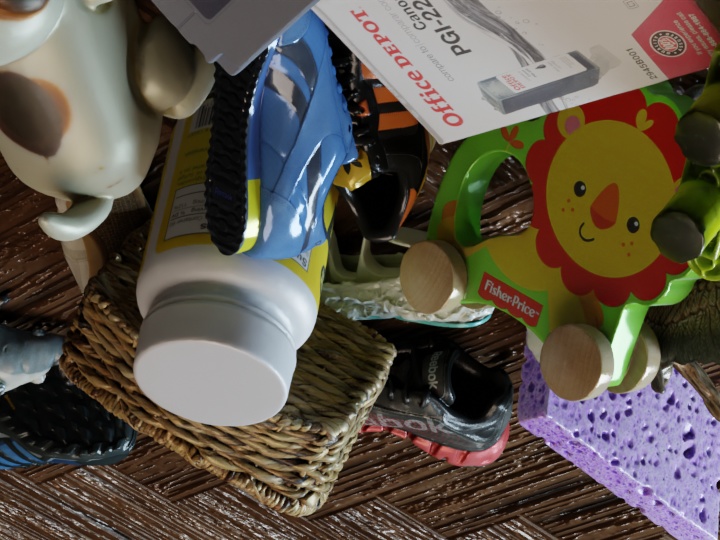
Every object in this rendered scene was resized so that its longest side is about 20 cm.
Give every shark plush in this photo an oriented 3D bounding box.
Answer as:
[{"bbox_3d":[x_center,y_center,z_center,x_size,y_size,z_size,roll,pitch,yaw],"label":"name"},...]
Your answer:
[{"bbox_3d":[-0.277,0.054,1.736,0.198,0.091,0.084,10,117,9],"label":"shark plush"}]

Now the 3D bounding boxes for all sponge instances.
[{"bbox_3d":[0.184,0.098,1.627,0.030,0.112,0.200,-18,138,39],"label":"sponge"}]

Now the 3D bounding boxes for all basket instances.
[{"bbox_3d":[-0.101,0.087,1.546,0.199,0.143,0.149,31,127,4],"label":"basket"}]

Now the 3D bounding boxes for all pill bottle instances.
[{"bbox_3d":[-0.076,-0.014,1.446,0.113,0.201,0.115,7,146,5],"label":"pill bottle"}]

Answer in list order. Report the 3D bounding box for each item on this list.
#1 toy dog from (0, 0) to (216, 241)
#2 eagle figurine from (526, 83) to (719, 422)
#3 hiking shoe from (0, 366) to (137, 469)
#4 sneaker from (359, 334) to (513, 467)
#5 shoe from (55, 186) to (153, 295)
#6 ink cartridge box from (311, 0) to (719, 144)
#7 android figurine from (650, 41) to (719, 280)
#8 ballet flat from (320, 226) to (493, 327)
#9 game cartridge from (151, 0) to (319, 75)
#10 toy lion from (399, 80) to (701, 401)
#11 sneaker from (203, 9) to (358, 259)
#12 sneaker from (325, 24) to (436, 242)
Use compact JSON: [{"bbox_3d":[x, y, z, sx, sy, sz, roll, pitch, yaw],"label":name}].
[{"bbox_3d":[-0.192,-0.134,1.318,0.139,0.195,0.200,6,156,30],"label":"toy dog"},{"bbox_3d":[0.200,-0.007,1.458,0.151,0.152,0.200,22,158,1],"label":"eagle figurine"},{"bbox_3d":[-0.257,0.119,1.832,0.199,0.075,0.087,8,156,22],"label":"hiking shoe"},{"bbox_3d":[0.022,0.081,1.685,0.199,0.071,0.098,14,147,-9],"label":"sneaker"},{"bbox_3d":[-0.169,-0.025,1.602,0.070,0.053,0.200,-31,152,-15],"label":"shoe"},{"bbox_3d":[0.091,-0.161,1.286,0.199,0.085,0.146,-13,140,34],"label":"ink cartridge box"},{"bbox_3d":[0.216,-0.087,1.266,0.041,0.200,0.183,24,127,20],"label":"android figurine"},{"bbox_3d":[0.000,0.000,1.585,0.198,0.072,0.072,-1,146,22],"label":"ballet flat"},{"bbox_3d":[-0.096,-0.209,1.240,0.200,0.041,0.133,49,142,-7],"label":"game cartridge"},{"bbox_3d":[0.131,-0.034,1.418,0.199,0.193,0.068,30,-158,38],"label":"toy lion"},{"bbox_3d":[-0.039,-0.104,1.345,0.078,0.066,0.202,-5,112,-28],"label":"sneaker"},{"bbox_3d":[-0.001,-0.098,1.399,0.069,0.091,0.201,-2,145,18],"label":"sneaker"}]
